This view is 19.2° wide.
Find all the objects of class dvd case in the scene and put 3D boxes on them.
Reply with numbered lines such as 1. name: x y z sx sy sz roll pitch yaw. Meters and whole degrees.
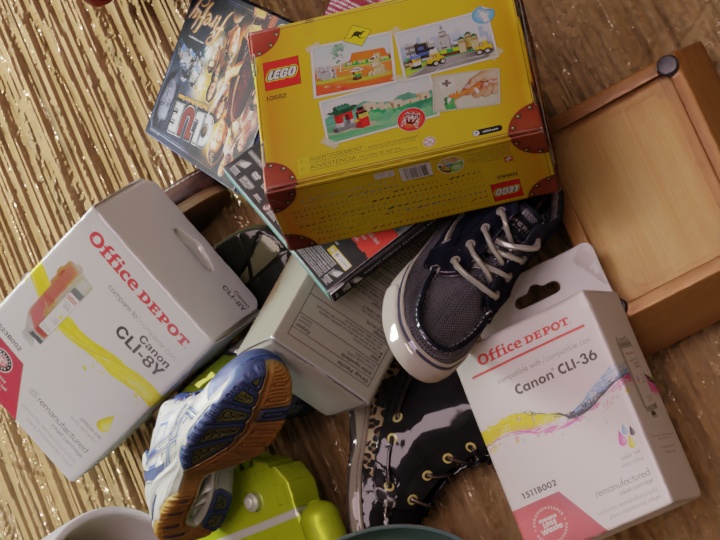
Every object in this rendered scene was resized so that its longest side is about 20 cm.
1. dvd case: 0.018 -0.086 1.557 0.200 0.022 0.146 -38 59 -5

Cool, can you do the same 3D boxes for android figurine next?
1. android figurine: -0.074 0.225 1.633 0.182 0.041 0.200 -23 81 40

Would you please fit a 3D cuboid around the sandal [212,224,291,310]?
1. sandal: -0.128 0.023 1.715 0.201 0.057 0.080 -24 96 25

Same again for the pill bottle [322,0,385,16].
1. pill bottle: 0.036 -0.205 1.659 0.110 0.110 0.200 32 94 25

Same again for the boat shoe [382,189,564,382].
1. boat shoe: 0.083 -0.007 1.496 0.075 0.200 0.093 41 126 -12

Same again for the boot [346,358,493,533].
1. boot: 0.070 0.145 1.600 0.150 0.073 0.200 -8 72 22

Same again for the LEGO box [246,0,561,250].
1. LEGO box: 0.029 -0.113 1.505 0.200 0.077 0.149 -12 55 7

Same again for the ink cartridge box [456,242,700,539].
1. ink cartridge box: 0.143 0.090 1.501 0.116 0.067 0.200 -28 76 24

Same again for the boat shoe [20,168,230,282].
1. boat shoe: -0.198 -0.026 1.749 0.200 0.070 0.070 -37 72 13

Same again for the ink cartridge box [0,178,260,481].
1. ink cartridge box: -0.199 0.046 1.673 0.145 0.083 0.200 48 121 2

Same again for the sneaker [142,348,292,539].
1. sneaker: -0.119 0.114 1.583 0.200 0.075 0.088 -57 43 37

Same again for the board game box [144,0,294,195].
1. board game box: -0.100 -0.144 1.682 0.200 0.035 0.136 33 104 59

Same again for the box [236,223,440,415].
1. box: 0.000 0.000 1.595 0.095 0.078 0.200 36 67 -14

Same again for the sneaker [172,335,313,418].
1. sneaker: -0.052 0.070 1.676 0.200 0.074 0.081 -42 86 11

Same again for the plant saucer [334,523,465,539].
1. plant saucer: 0.014 0.270 1.563 0.200 0.200 0.036 -52 22 7

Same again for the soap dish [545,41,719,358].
1. soap dish: 0.217 -0.053 1.566 0.157 0.081 0.200 -28 69 17

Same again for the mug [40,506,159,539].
1. mug: -0.236 0.276 1.645 0.153 0.186 0.150 -21 97 50

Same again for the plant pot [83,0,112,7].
1. plant pot: -0.142 -0.331 1.728 0.195 0.201 0.201 -9 76 14
